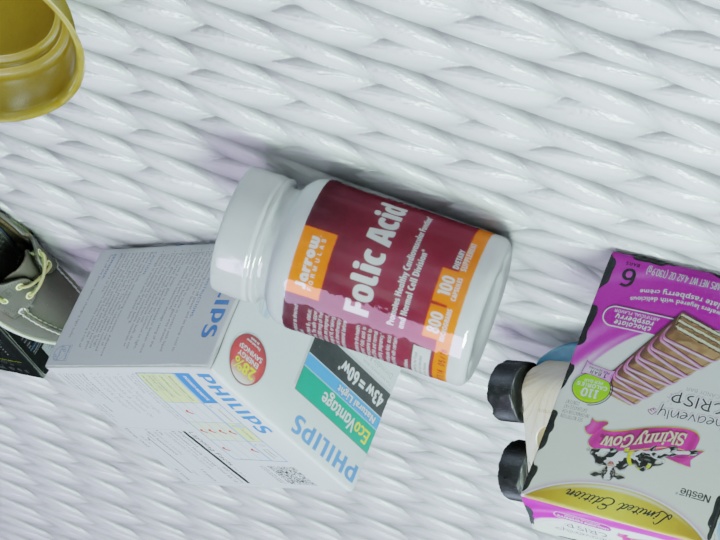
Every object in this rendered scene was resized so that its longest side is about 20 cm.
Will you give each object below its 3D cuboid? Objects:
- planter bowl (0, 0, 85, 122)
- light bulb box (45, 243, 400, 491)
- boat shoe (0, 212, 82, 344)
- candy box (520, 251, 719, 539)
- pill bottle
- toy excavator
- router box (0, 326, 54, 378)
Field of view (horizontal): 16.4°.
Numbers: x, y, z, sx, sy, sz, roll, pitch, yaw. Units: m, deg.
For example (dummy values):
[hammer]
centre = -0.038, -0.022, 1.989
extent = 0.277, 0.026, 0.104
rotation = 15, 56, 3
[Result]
[planter bowl]
centre = -0.271, -0.190, 1.674
extent = 0.199, 0.084, 0.201
rotation = 10, 150, 6
[light bulb box]
centre = -0.111, 0.081, 2.060
extent = 0.199, 0.125, 0.198
rotation = -2, 145, 42
[boat shoe]
centre = -0.301, -0.003, 2.120
extent = 0.202, 0.072, 0.060
rotation = 39, 157, -24
[candy box]
centre = 0.207, 0.096, 1.721
extent = 0.136, 0.201, 0.061
rotation = 13, 155, 21
[pill bottle]
centre = 0.000, 0.000, 1.810
extent = 0.199, 0.115, 0.114
rotation = 18, 156, 9
[toy excavator]
centre = 0.202, 0.141, 1.956
extent = 0.100, 0.200, 0.195
rotation = 3, 105, 38
[router box]
centre = -0.382, 0.021, 2.251
extent = 0.199, 0.062, 0.150
rotation = 9, 153, 28
